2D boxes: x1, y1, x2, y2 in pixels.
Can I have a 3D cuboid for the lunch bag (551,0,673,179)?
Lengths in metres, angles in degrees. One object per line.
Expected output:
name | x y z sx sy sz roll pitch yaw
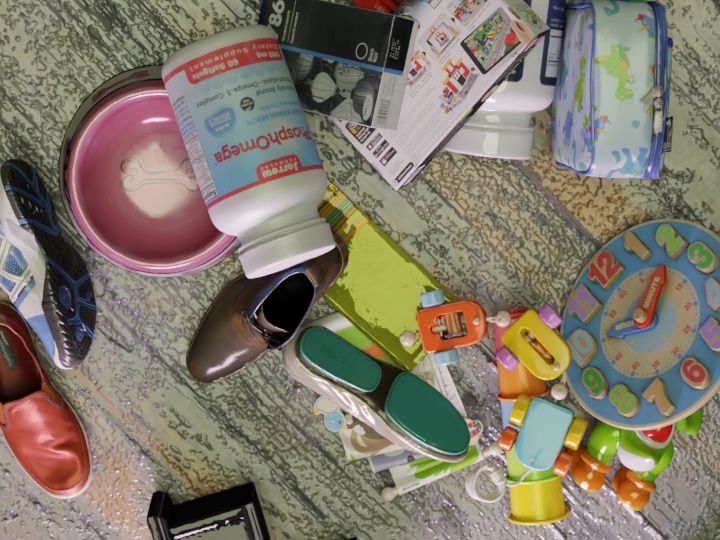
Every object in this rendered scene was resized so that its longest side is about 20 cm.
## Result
lunch bag | 0.220 -0.166 1.538 0.082 0.200 0.162 0 97 -3

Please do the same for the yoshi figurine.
yoshi figurine | 0.275 0.117 1.648 0.112 0.112 0.201 39 111 29

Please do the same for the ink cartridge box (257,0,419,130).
ink cartridge box | -0.040 -0.191 1.540 0.039 0.199 0.100 3 101 -47

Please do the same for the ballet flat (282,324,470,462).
ballet flat | 0.014 0.117 1.625 0.199 0.062 0.068 35 59 -4

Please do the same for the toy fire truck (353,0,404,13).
toy fire truck | 0.000 -0.230 1.586 0.200 0.049 0.141 44 120 7

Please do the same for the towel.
towel | 0.000 0.000 1.633 0.200 0.018 0.086 43 92 -2

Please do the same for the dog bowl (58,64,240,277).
dog bowl | -0.182 -0.088 1.596 0.199 0.074 0.202 0 98 -2

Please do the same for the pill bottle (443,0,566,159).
pill bottle | 0.126 -0.205 1.574 0.110 0.111 0.202 6 97 -3

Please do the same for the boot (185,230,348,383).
boot | -0.098 0.043 1.591 0.075 0.097 0.200 45 108 -5

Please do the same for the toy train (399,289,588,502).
toy train | 0.129 0.104 1.601 0.149 0.056 0.201 -18 88 13

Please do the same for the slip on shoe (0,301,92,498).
slip on shoe | -0.312 0.126 1.625 0.074 0.061 0.201 -23 99 -1

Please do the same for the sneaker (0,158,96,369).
sneaker | -0.308 -0.001 1.611 0.077 0.076 0.201 -17 99 22

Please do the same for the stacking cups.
stacking cups | 0.162 0.137 1.652 0.060 0.061 0.202 -5 95 -2

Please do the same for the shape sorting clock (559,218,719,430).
shape sorting clock | 0.264 0.047 1.588 0.039 0.200 0.201 27 97 -40

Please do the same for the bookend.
bookend | -0.078 0.288 1.641 0.199 0.092 0.200 -15 98 -1

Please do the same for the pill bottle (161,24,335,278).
pill bottle | -0.093 -0.101 1.500 0.108 0.109 0.201 -20 86 0

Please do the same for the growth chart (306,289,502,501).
growth chart | 0.028 0.120 1.661 0.144 0.018 0.201 -28 96 1

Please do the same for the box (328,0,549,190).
box | 0.061 -0.178 1.523 0.110 0.035 0.200 47 120 6
